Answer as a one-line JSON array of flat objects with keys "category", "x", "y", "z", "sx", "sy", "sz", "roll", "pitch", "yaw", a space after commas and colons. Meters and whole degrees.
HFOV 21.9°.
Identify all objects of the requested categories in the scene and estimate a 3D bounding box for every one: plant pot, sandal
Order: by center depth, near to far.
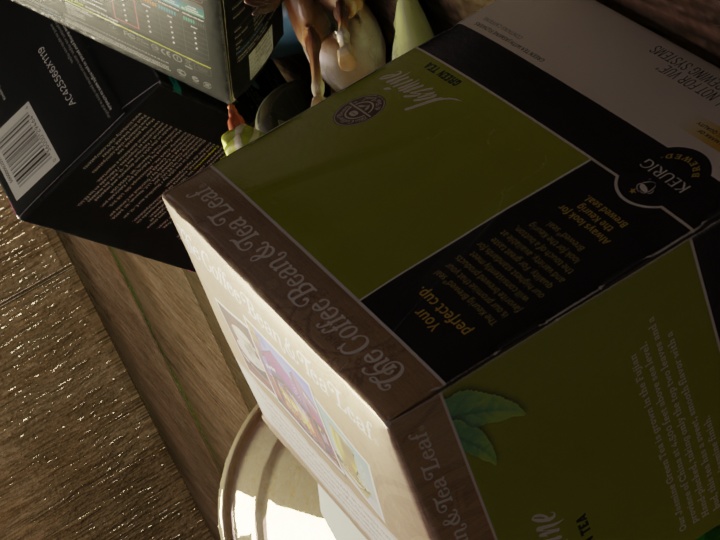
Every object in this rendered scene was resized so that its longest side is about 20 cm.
[{"category": "sandal", "x": -0.035, "y": -0.066, "z": 1.107, "sx": 0.080, "sy": 0.057, "sz": 0.201, "roll": 65, "pitch": -173, "yaw": -1}, {"category": "plant pot", "x": 0.036, "y": 0.166, "z": 1.238, "sx": 0.183, "sy": 0.200, "sz": 0.200, "roll": 8, "pitch": 128, "yaw": 59}]

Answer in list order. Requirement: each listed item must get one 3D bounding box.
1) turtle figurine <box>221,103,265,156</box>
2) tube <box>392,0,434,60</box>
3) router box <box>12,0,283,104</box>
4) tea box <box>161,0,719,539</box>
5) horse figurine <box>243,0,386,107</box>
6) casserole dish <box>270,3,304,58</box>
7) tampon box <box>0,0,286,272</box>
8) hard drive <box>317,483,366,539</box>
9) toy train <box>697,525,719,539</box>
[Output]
[{"category": "turtle figurine", "x": 0.000, "y": 0.000, "z": 0.951, "sx": 0.200, "sy": 0.064, "sz": 0.161, "roll": 56, "pitch": -173, "yaw": -16}, {"category": "tube", "x": 0.044, "y": -0.048, "z": 0.941, "sx": 0.058, "sy": 0.052, "sz": 0.200, "roll": -27, "pitch": 72, "yaw": 42}, {"category": "router box", "x": -0.140, "y": -0.192, "z": 0.999, "sx": 0.200, "sy": 0.062, "sz": 0.150, "roll": 26, "pitch": 153, "yaw": 15}, {"category": "tea box", "x": 0.061, "y": 0.010, "z": 0.724, "sx": 0.200, "sy": 0.197, "sz": 0.134, "roll": 43, "pitch": 159, "yaw": 53}, {"category": "horse figurine", "x": -0.010, "y": -0.112, "z": 1.011, "sx": 0.200, "sy": 0.050, "sz": 0.133, "roll": 61, "pitch": -167, "yaw": -47}, {"category": "casserole dish", "x": -0.065, "y": -0.186, "z": 1.121, "sx": 0.121, "sy": 0.039, "sz": 0.200, "roll": 60, "pitch": 166, "yaw": -3}, {"category": "tampon box", "x": -0.141, "y": -0.105, "z": 1.186, "sx": 0.200, "sy": 0.126, "sz": 0.150, "roll": 21, "pitch": -147, "yaw": -58}, {"category": "hard drive", "x": 0.012, "y": 0.138, "z": 1.038, "sx": 0.132, "sy": 0.026, "sz": 0.200, "roll": 58, "pitch": 165, "yaw": 27}, {"category": "toy train", "x": 0.133, "y": 0.113, "z": 0.827, "sx": 0.200, "sy": 0.042, "sz": 0.056, "roll": 1, "pitch": 126, "yaw": 33}]
